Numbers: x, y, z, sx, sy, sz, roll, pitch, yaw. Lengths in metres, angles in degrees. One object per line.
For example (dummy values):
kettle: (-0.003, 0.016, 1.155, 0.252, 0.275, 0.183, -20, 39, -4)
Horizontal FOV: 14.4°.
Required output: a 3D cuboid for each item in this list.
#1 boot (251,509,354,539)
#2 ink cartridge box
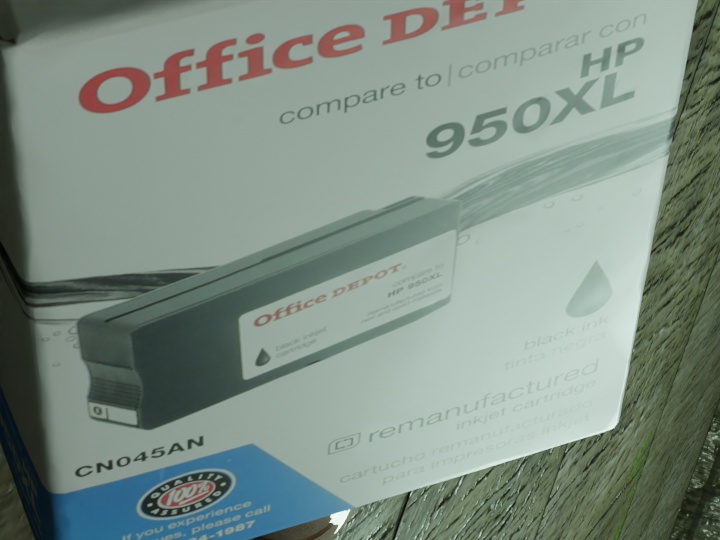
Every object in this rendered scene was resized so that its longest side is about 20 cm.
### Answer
boot: (0.000, 0.000, 0.956, 0.146, 0.070, 0.200, 94, 21, -71)
ink cartridge box: (-0.014, -0.031, 0.609, 0.200, 0.144, 0.084, 92, -22, -55)
